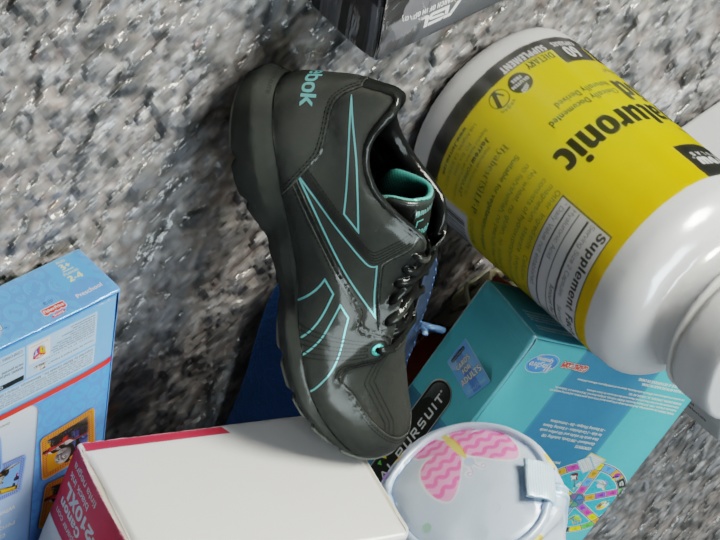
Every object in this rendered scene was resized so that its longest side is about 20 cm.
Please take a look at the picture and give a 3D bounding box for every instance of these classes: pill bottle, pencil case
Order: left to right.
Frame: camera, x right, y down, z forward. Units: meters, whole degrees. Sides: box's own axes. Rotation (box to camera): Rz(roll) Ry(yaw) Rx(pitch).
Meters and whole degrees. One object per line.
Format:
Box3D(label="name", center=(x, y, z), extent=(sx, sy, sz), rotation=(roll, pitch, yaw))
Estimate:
Box3D(label="pencil case", center=(0.066, 0.160, 1.460), extent=(0.200, 0.091, 0.083), rotation=(75, 27, -50))
Box3D(label="pill bottle", center=(0.127, -0.020, 1.435), extent=(0.111, 0.200, 0.111), rotation=(-33, 148, -24))

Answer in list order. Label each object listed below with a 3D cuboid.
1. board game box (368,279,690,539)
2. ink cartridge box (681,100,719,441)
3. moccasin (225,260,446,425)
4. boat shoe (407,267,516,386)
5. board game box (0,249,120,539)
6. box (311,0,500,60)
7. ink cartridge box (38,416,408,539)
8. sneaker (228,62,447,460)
Box3D(label="board game box", center=(0.067, 0.104, 1.520), extent=(0.151, 0.047, 0.200), rotation=(13, 120, -48))
Box3D(label="ink cartridge box", center=(0.236, -0.019, 1.696), extent=(0.144, 0.085, 0.200), rotation=(-34, 149, -22))
Box3D(label="moccasin", center=(-0.013, 0.039, 1.468), extent=(0.068, 0.081, 0.200), rotation=(-23, 157, -44))
Box3D(label="boat shoe", center=(0.081, 0.024, 1.561), extent=(0.200, 0.071, 0.063), rotation=(-27, 134, -23))
Box3D(label="board game box", center=(-0.183, 0.098, 1.339), extent=(0.151, 0.037, 0.200), rotation=(-27, 144, -32))
Box3D(label="box", center=(0.074, -0.197, 1.306), extent=(0.200, 0.050, 0.158), rotation=(-27, 145, -32))
Box3D(label="ink cartridge box", center=(-0.086, 0.170, 1.407), extent=(0.145, 0.084, 0.200), rotation=(-5, 137, -34))
Box3D(label="sneaker", center=(0.000, 0.000, 1.340), extent=(0.075, 0.079, 0.200), rotation=(-65, 145, -54))
